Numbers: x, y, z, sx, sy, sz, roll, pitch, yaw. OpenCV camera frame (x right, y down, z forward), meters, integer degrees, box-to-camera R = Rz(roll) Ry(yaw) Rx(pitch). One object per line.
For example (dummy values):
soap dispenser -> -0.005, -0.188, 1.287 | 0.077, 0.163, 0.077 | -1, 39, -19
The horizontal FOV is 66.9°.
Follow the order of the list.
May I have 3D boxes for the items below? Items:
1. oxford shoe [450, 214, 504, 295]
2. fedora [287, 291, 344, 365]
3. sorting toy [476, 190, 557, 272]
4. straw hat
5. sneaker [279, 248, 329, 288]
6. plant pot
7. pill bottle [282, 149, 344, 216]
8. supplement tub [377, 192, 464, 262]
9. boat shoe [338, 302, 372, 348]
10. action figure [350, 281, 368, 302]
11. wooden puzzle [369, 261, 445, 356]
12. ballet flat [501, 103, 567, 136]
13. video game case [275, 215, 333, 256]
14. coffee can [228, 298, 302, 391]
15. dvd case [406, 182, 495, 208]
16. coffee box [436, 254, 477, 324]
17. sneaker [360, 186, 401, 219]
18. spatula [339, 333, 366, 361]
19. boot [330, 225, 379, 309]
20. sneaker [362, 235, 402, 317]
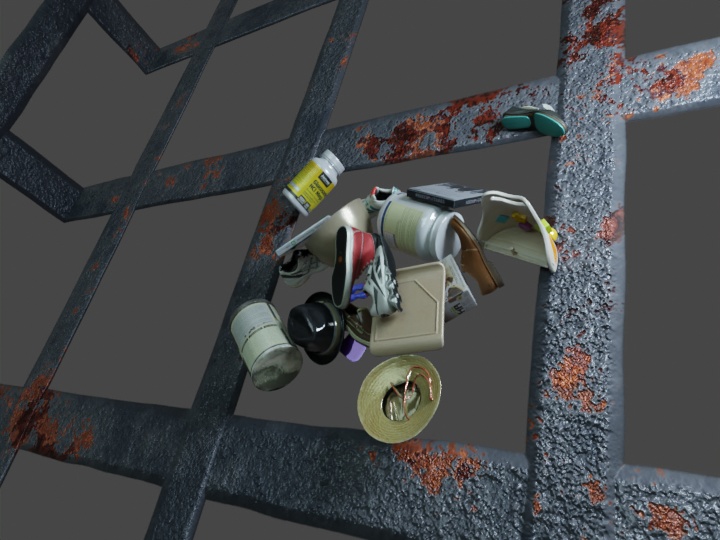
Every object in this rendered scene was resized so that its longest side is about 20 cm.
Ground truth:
oxford shoe -> 0.256, -0.036, 1.276 | 0.070, 0.071, 0.204 | -32, 76, 16
fedora -> -0.127, 0.146, 1.400 | 0.197, 0.089, 0.209 | -11, 76, 49
sorting toy -> 0.350, -0.109, 1.228 | 0.197, 0.180, 0.109 | 22, 72, 41
straw hat -> 0.097, 0.293, 1.196 | 0.195, 0.086, 0.207 | -14, 52, 19
sneaker -> -0.151, -0.034, 1.588 | 0.198, 0.088, 0.076 | -40, 44, 2
plant pot -> -0.036, -0.078, 1.489 | 0.199, 0.200, 0.136 | -40, 88, 4
pill bottle -> -0.146, -0.280, 1.733 | 0.200, 0.113, 0.112 | -46, 46, -1
supplement tub -> 0.152, -0.108, 1.388 | 0.197, 0.145, 0.147 | 23, 74, 42
boat shoe -> 0.002, 0.129, 1.363 | 0.199, 0.073, 0.078 | 24, 115, 42
action figure -> -0.041, 0.072, 1.469 | 0.196, 0.052, 0.067 | -32, 48, 16
wooden puzzle -> 0.111, 0.091, 1.250 | 0.180, 0.037, 0.207 | -11, 59, 28
ballet flat -> 0.464, -0.404, 1.432 | 0.197, 0.069, 0.069 | 26, 67, 42
video game case -> -0.148, -0.100, 1.573 | 0.179, 0.200, 0.022 | -33, 91, 5
coffee can -> -0.256, 0.196, 1.461 | 0.146, 0.147, 0.201 | -42, 46, 1
dvd case -> 0.232, -0.192, 1.379 | 0.148, 0.196, 0.026 | 21, 115, 39
coffee box -> 0.163, 0.070, 1.304 | 0.196, 0.080, 0.115 | -31, 48, 13
sneaker -> 0.038, -0.202, 1.566 | 0.194, 0.094, 0.072 | -3, 57, 32
spatula -> -0.064, 0.168, 1.425 | 0.198, 0.020, 0.057 | 32, 86, 40
boot -> 0.000, 0.000, 1.385 | 0.071, 0.141, 0.208 | 0, 82, 51
sneaker -> 0.039, 0.013, 1.268 | 0.086, 0.074, 0.206 | -19, 55, 21
